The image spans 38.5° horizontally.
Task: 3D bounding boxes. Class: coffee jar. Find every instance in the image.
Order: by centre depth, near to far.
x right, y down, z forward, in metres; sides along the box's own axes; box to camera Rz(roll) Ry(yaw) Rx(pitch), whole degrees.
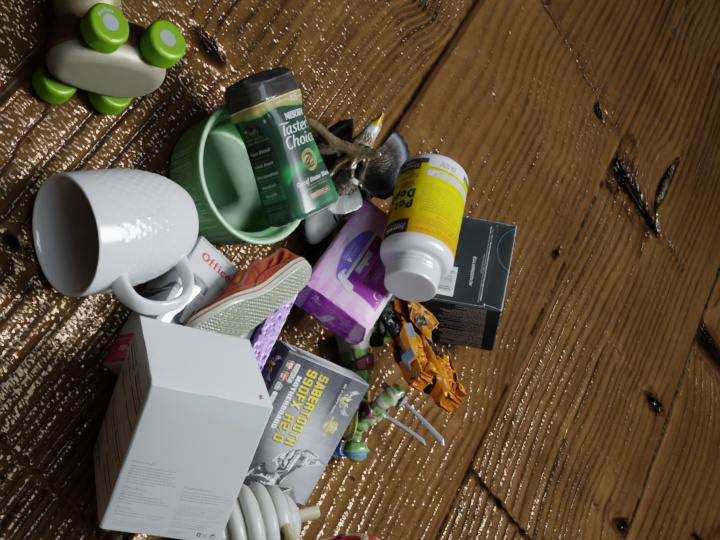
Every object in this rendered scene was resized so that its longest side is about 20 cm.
[{"bbox_3d":[-0.108,-0.169,1.398,0.104,0.084,0.204,-30,104,-43],"label":"coffee jar"}]

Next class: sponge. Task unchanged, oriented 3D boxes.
[{"bbox_3d":[-0.142,0.090,1.440,0.030,0.111,0.202,33,60,-14],"label":"sponge"}]

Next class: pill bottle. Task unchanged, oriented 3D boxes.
[{"bbox_3d":[0.090,-0.060,1.487,0.109,0.108,0.203,38,51,-33],"label":"pill bottle"}]

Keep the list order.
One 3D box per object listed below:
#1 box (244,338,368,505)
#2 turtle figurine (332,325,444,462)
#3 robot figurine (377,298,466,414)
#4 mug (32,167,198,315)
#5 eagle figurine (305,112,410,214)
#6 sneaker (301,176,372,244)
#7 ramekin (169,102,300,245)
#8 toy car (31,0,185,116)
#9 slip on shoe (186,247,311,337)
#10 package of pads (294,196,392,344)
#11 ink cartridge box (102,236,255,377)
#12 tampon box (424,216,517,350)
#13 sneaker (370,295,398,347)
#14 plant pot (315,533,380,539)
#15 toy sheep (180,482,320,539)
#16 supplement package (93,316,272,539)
[{"bbox_3d":[-0.099,0.215,1.447,0.157,0.048,0.202,27,94,-37],"label":"box"},{"bbox_3d":[0.032,0.185,1.576,0.144,0.196,0.198,21,60,-73],"label":"turtle figurine"},{"bbox_3d":[0.090,0.114,1.553,0.144,0.058,0.202,37,22,-37],"label":"robot figurine"},{"bbox_3d":[-0.283,-0.032,1.283,0.174,0.148,0.202,-12,62,-48],"label":"mug"},{"bbox_3d":[-0.003,-0.172,1.550,0.200,0.149,0.154,-10,76,-84],"label":"eagle figurine"},{"bbox_3d":[-0.026,-0.113,1.610,0.201,0.071,0.073,-52,139,-37],"label":"sneaker"},{"bbox_3d":[-0.174,-0.131,1.456,0.198,0.097,0.205,9,77,-43],"label":"ramekin"},{"bbox_3d":[-0.328,-0.329,1.309,0.156,0.163,0.204,6,67,-43],"label":"toy car"},{"bbox_3d":[-0.153,0.033,1.365,0.199,0.061,0.075,-35,147,-32],"label":"slip on shoe"},{"bbox_3d":[0.000,0.000,1.526,0.120,0.076,0.201,35,55,-1],"label":"package of pads"},{"bbox_3d":[-0.227,0.079,1.380,0.146,0.084,0.202,44,54,-31],"label":"ink cartridge box"},{"bbox_3d":[0.175,0.022,1.688,0.201,0.124,0.153,83,18,-68],"label":"tampon box"},{"bbox_3d":[0.025,0.016,1.656,0.080,0.073,0.205,-16,100,-54],"label":"sneaker"},{"bbox_3d":[-0.028,0.473,1.431,0.198,0.198,0.187,-9,86,-44],"label":"plant pot"},{"bbox_3d":[-0.145,0.349,1.375,0.196,0.137,0.141,-4,86,-24],"label":"toy sheep"},{"bbox_3d":[-0.218,0.192,1.240,0.149,0.151,0.203,14,112,-24],"label":"supplement package"}]
